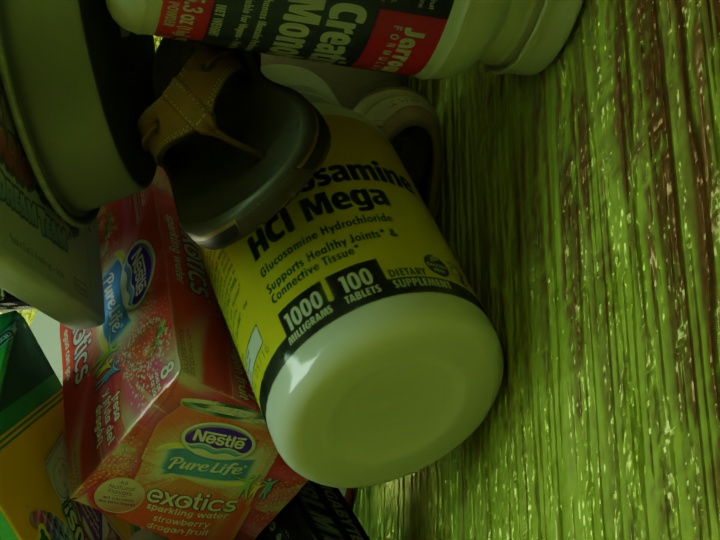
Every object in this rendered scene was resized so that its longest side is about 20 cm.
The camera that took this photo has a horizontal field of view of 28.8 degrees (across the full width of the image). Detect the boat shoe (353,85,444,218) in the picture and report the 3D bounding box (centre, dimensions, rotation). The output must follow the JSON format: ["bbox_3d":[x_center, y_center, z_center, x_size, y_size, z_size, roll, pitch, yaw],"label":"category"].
[{"bbox_3d":[0.000,0.000,0.785,0.065,0.070,0.203,-114,34,-67],"label":"boat shoe"}]

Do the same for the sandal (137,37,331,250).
[{"bbox_3d":[-0.070,-0.078,0.640,0.082,0.054,0.201,-43,36,14],"label":"sandal"}]

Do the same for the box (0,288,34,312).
[{"bbox_3d":[-0.199,-0.059,0.725,0.200,0.049,0.160,145,119,-84],"label":"box"}]

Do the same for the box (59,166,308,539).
[{"bbox_3d":[-0.093,0.039,0.747,0.095,0.102,0.201,-47,33,21],"label":"box"}]

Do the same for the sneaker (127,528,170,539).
[{"bbox_3d":[-0.065,0.183,0.662,0.071,0.093,0.200,54,-174,-30],"label":"sneaker"}]

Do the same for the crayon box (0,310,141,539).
[{"bbox_3d":[-0.165,0.138,0.711,0.119,0.057,0.202,-94,-13,-54],"label":"crayon box"}]

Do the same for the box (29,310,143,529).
[{"bbox_3d":[-0.154,0.091,0.891,0.097,0.124,0.202,0,59,46],"label":"box"}]

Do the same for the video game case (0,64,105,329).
[{"bbox_3d":[-0.156,-0.080,0.637,0.200,0.023,0.185,68,-165,-77],"label":"video game case"}]

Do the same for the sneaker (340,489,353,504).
[{"bbox_3d":[-0.059,0.087,0.886,0.078,0.114,0.203,-126,44,-63],"label":"sneaker"}]

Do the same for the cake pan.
[{"bbox_3d":[-0.131,-0.123,0.661,0.200,0.036,0.204,-8,-90,-88],"label":"cake pan"}]

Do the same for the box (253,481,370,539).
[{"bbox_3d":[-0.044,0.230,0.693,0.200,0.049,0.200,-63,33,14],"label":"box"}]

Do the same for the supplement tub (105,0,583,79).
[{"bbox_3d":[-0.007,-0.161,0.612,0.140,0.197,0.143,-173,90,-77],"label":"supplement tub"}]

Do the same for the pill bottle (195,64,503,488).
[{"bbox_3d":[-0.018,-0.006,0.676,0.201,0.111,0.113,-117,33,-40],"label":"pill bottle"}]

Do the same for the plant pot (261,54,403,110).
[{"bbox_3d":[-0.045,-0.152,0.858,0.201,0.197,0.186,-125,32,-71],"label":"plant pot"}]
